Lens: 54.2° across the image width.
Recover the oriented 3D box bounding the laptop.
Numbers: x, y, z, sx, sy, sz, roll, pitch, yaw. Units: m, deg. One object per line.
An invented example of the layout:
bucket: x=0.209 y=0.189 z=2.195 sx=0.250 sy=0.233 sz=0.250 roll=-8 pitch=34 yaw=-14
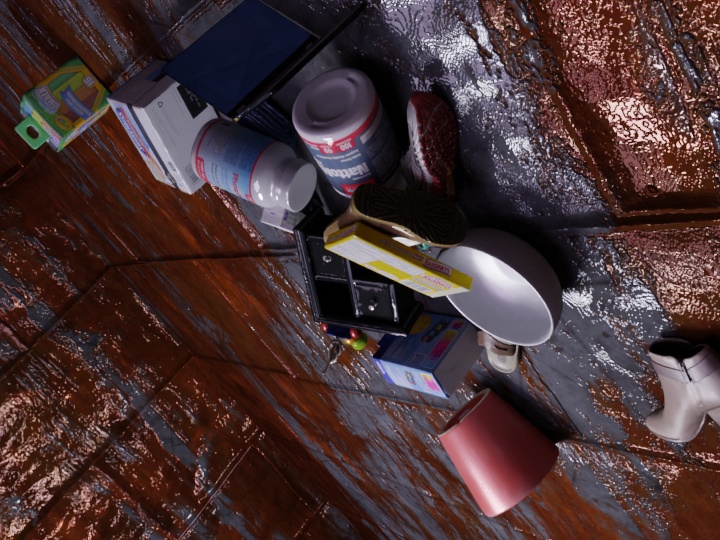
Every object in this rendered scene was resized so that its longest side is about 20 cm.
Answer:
laptop: x=-0.129 y=-0.298 z=0.910 sx=0.116 sy=0.188 sz=0.199 roll=48 pitch=154 yaw=-18

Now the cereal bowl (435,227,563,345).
cereal bowl: x=0.212 y=0.012 z=1.034 sx=0.198 sy=0.083 sz=0.201 roll=33 pitch=153 yaw=19

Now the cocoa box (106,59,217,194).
cocoa box: x=-0.355 y=-0.274 z=1.337 sx=0.130 sy=0.134 sz=0.202 roll=21 pitch=148 yaw=38

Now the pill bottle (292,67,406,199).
pill bottle: x=-0.005 y=-0.173 z=0.998 sx=0.118 sy=0.121 sz=0.201 roll=23 pitch=161 yaw=34

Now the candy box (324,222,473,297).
candy box: x=0.054 y=-0.011 z=1.007 sx=0.197 sy=0.027 sz=0.102 roll=25 pitch=160 yaw=-23

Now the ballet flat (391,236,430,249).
ballet flat: x=0.045 y=-0.081 z=1.141 sx=0.198 sy=0.071 sz=0.068 roll=21 pitch=149 yaw=38

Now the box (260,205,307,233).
box: x=-0.122 y=-0.088 z=1.280 sx=0.041 sy=0.039 sz=0.200 roll=15 pitch=180 yaw=17

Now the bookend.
bookend: x=0.000 y=0.000 z=1.270 sx=0.196 sy=0.092 sz=0.202 roll=8 pitch=125 yaw=27

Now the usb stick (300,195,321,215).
usb stick: x=-0.153 y=-0.139 z=1.376 sx=0.198 sy=0.033 sz=0.056 roll=17 pitch=151 yaw=41

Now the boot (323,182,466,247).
boot: x=0.044 y=-0.060 z=1.024 sx=0.172 sy=0.067 sz=0.200 roll=20 pitch=164 yaw=-7

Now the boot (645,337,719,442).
boot: x=0.442 y=0.161 z=0.971 sx=0.147 sy=0.070 sz=0.199 roll=52 pitch=153 yaw=-8

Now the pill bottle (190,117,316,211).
pill bottle: x=-0.175 y=-0.171 z=1.164 sx=0.197 sy=0.109 sz=0.110 roll=25 pitch=151 yaw=23

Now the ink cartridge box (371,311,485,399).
ink cartridge box: x=0.116 y=0.152 z=1.328 sx=0.198 sy=0.137 sz=0.077 roll=4 pitch=135 yaw=52

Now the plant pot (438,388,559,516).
plant pot: x=0.260 y=0.347 z=1.389 sx=0.178 sy=0.200 sz=0.201 roll=48 pitch=156 yaw=6

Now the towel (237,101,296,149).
towel: x=-0.170 y=-0.223 z=1.252 sx=0.111 sy=0.049 sz=0.200 roll=38 pitch=154 yaw=0

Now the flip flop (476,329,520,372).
flip flop: x=0.231 y=0.122 z=1.208 sx=0.080 sy=0.058 sz=0.202 roll=25 pitch=150 yaw=32

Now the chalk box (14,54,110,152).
chalk box: x=-0.679 y=-0.361 z=1.585 sx=0.125 sy=0.201 sz=0.123 roll=48 pitch=154 yaw=-16

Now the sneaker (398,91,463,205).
sneaker: x=0.083 y=-0.156 z=0.960 sx=0.081 sy=0.078 sz=0.202 roll=27 pitch=151 yaw=29

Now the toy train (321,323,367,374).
toy train: x=-0.023 y=0.130 z=1.413 sx=0.083 sy=0.203 sz=0.116 roll=9 pitch=159 yaw=28
